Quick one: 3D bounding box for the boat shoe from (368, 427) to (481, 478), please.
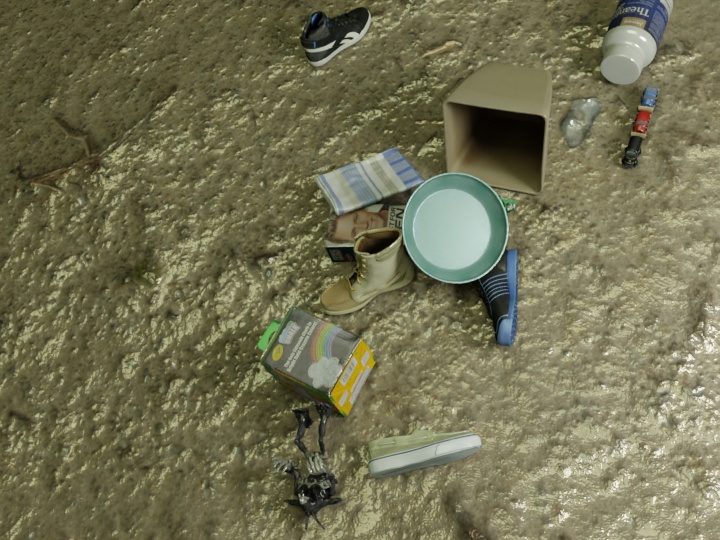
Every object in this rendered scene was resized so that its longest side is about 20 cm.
[{"bbox_3d":[0.103,0.297,1.204,0.198,0.072,0.063,-16,61,9],"label":"boat shoe"}]

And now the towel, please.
[{"bbox_3d":[0.014,-0.187,1.480,0.198,0.024,0.147,-21,42,-9],"label":"towel"}]

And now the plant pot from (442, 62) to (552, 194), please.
[{"bbox_3d":[0.289,-0.300,1.423,0.198,0.201,0.178,13,54,20],"label":"plant pot"}]

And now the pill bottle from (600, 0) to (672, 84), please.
[{"bbox_3d":[0.571,-0.493,1.491,0.110,0.111,0.201,18,68,23],"label":"pill bottle"}]

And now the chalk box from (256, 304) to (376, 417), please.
[{"bbox_3d":[-0.093,0.157,1.302,0.198,0.124,0.125,23,70,25],"label":"chalk box"}]

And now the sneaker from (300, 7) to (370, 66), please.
[{"bbox_3d":[-0.057,-0.588,1.706,0.200,0.112,0.073,-44,61,-11],"label":"sneaker"}]

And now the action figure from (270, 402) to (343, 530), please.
[{"bbox_3d":[-0.092,0.333,1.212,0.118,0.102,0.202,-12,65,28],"label":"action figure"}]

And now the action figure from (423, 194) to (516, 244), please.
[{"bbox_3d":[0.219,-0.090,1.376,0.199,0.119,0.055,-30,44,-15],"label":"action figure"}]

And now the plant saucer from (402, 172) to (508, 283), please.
[{"bbox_3d":[0.171,-0.077,1.308,0.197,0.036,0.203,0,87,-7],"label":"plant saucer"}]

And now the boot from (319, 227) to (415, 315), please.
[{"bbox_3d":[0.000,0.000,1.343,0.198,0.155,0.073,-23,58,1],"label":"boot"}]

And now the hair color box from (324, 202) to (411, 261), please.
[{"bbox_3d":[0.034,-0.077,1.432,0.197,0.061,0.101,-2,61,14],"label":"hair color box"}]

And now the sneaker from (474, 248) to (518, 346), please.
[{"bbox_3d":[0.248,0.048,1.308,0.077,0.070,0.202,-1,55,17],"label":"sneaker"}]

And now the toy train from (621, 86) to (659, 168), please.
[{"bbox_3d":[0.559,-0.293,1.423,0.034,0.046,0.202,15,67,21],"label":"toy train"}]
